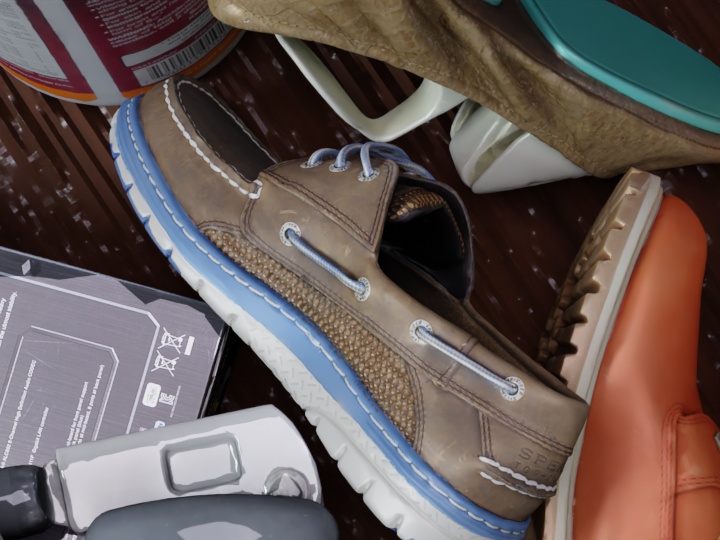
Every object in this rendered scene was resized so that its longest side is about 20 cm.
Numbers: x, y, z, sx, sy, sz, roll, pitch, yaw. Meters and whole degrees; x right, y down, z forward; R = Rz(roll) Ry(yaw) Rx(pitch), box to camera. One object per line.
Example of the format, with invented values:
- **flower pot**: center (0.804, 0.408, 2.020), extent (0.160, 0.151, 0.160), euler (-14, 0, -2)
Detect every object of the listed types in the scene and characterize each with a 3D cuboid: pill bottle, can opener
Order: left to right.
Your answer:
- **can opener**: center (-0.106, 0.081, 0.783), extent (0.200, 0.066, 0.053), euler (-12, 81, 3)
- **pill bottle**: center (-0.090, -0.125, 0.795), extent (0.110, 0.200, 0.110), euler (-1, 78, 4)

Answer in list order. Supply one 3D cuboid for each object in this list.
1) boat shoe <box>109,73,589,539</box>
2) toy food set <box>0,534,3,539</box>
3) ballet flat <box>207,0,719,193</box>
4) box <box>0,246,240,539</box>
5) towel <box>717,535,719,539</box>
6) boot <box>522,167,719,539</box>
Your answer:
- **boat shoe**: center (0.000, 0.000, 0.816), extent (0.072, 0.072, 0.200), euler (-48, 63, 15)
- **toy food set**: center (-0.159, 0.165, 0.711), extent (0.143, 0.060, 0.200), euler (-15, 65, 11)
- **ballet flat**: center (0.034, -0.065, 0.833), extent (0.072, 0.200, 0.068), euler (-50, 38, 23)
- **box**: center (-0.140, 0.089, 0.835), extent (0.158, 0.048, 0.200), euler (14, 80, 3)
- **towel**: center (0.118, 0.094, 0.708), extent (0.048, 0.171, 0.200), euler (28, 91, -1)
- **boot**: center (0.098, 0.071, 0.828), extent (0.107, 0.075, 0.200), euler (9, 87, -2)
